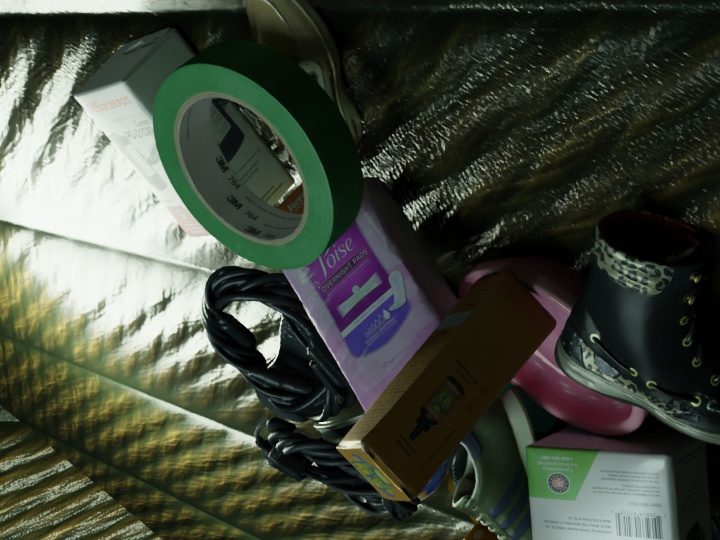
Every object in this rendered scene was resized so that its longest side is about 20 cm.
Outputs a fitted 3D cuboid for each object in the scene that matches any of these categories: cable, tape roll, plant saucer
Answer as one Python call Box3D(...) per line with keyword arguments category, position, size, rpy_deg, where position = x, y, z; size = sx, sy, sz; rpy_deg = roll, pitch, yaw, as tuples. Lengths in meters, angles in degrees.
Box3D(category="cable", position=(-0.009, 0.212, 1.612), size=(0.162, 0.051, 0.199), rpy_deg=(-2, 149, 48))
Box3D(category="tape roll", position=(-0.090, -0.098, 1.308), size=(0.199, 0.048, 0.202), rpy_deg=(26, 136, 27))
Box3D(category="plant saucer", position=(0.177, 0.059, 1.333), size=(0.200, 0.051, 0.201), rpy_deg=(35, 156, 18))
Box3D(category="cable", position=(-0.084, 0.070, 1.526), size=(0.200, 0.051, 0.162), rpy_deg=(47, 146, -20))

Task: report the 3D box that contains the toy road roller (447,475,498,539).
Box3D(category="toy road roller", position=(0.162, 0.317, 1.692), size=(0.122, 0.146, 0.201), rpy_deg=(7, 139, 55))

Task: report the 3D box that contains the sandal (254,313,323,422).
Box3D(category="sandal", position=(-0.061, 0.099, 1.619), size=(0.076, 0.043, 0.201), rpy_deg=(33, 143, 6))

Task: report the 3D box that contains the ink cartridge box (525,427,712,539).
Box3D(category="ink cartridge box", position=(0.235, 0.250, 1.356), size=(0.144, 0.084, 0.203), rpy_deg=(-1, 97, 36))

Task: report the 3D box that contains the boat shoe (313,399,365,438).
Box3D(category="boat shoe", position=(0.026, 0.156, 1.567), size=(0.198, 0.075, 0.066), rpy_deg=(-25, 105, 47))

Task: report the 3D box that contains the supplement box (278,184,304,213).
Box3D(category="supplement box", position=(0.000, 0.000, 1.487), size=(0.199, 0.067, 0.069), rpy_deg=(40, 158, 7))

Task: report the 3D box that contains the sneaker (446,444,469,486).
Box3D(category="sneaker", position=(0.115, 0.172, 1.542), size=(0.089, 0.074, 0.200), rpy_deg=(46, -172, 22))

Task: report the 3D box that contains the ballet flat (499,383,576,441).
Box3D(category="ballet flat", position=(0.200, 0.162, 1.473), size=(0.199, 0.068, 0.072), rpy_deg=(29, 175, 31))

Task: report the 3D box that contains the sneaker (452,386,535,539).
Box3D(category="sneaker", position=(0.130, 0.214, 1.431), size=(0.067, 0.089, 0.203), rpy_deg=(-119, 13, -74))

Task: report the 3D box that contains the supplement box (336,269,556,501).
Box3D(category="supplement box", position=(0.071, 0.093, 1.240), size=(0.067, 0.200, 0.069), rpy_deg=(47, 157, -11))

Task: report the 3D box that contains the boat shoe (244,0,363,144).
Box3D(category="boat shoe", position=(-0.058, -0.166, 1.307), size=(0.072, 0.065, 0.201), rpy_deg=(24, 151, 38))

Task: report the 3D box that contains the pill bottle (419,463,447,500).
Box3D(category="pill bottle", position=(0.049, 0.200, 1.722), size=(0.112, 0.112, 0.201), rpy_deg=(37, 157, 14))

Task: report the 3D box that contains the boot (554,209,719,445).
Box3D(category="boot", position=(0.253, 0.046, 1.146), size=(0.201, 0.074, 0.155), rpy_deg=(19, 138, 13))

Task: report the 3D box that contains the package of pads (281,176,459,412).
Box3D(category="package of pads", position=(0.018, 0.028, 1.366), size=(0.075, 0.120, 0.201), rpy_deg=(13, -139, -59))

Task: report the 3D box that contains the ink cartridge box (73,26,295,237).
Box3D(category="ink cartridge box", position=(-0.181, -0.136, 1.545), size=(0.201, 0.084, 0.144), rpy_deg=(52, 156, -20))

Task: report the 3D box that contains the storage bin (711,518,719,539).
Box3D(category="storage bin", position=(0.243, 0.280, 1.507), size=(0.199, 0.135, 0.146), rpy_deg=(19, 148, 44))
